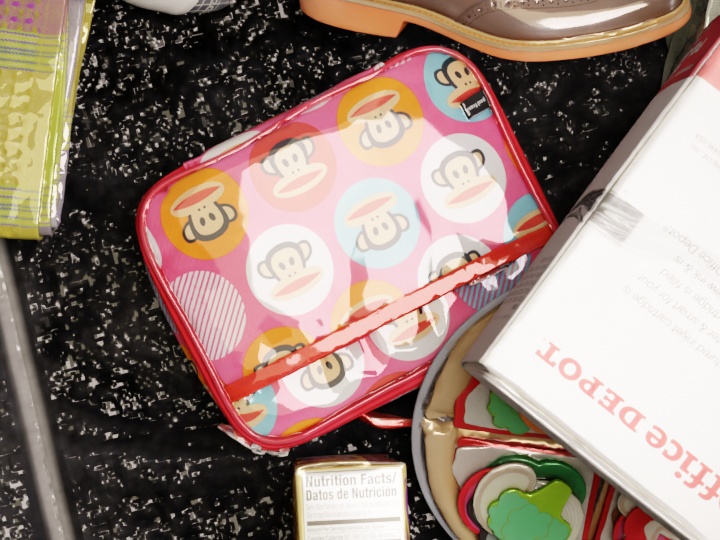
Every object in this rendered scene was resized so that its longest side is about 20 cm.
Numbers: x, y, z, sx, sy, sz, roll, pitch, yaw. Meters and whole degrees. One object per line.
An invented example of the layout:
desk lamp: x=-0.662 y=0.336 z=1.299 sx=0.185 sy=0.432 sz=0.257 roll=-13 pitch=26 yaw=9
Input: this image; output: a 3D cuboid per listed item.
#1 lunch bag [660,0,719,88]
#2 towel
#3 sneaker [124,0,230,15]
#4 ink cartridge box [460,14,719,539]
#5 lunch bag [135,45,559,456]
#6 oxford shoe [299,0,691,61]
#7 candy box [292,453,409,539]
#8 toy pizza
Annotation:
lunch bag: x=0.232 y=-0.075 z=0.862 sx=0.163 sy=0.118 sz=0.202 roll=12 pitch=91 yaw=-1
towel: x=-0.239 y=-0.094 z=0.869 sx=0.198 sy=0.023 sz=0.145 roll=5 pitch=87 yaw=0
sneaker: x=-0.110 y=-0.228 z=0.888 sx=0.080 sy=0.076 sz=0.202 roll=5 pitch=74 yaw=-34
ink cartridge box: x=0.159 y=0.007 z=0.756 sx=0.146 sy=0.083 sz=0.201 roll=38 pitch=85 yaw=-2
lunch bag: x=0.000 y=0.000 z=0.870 sx=0.199 sy=0.082 sz=0.177 roll=-27 pitch=92 yaw=-5
oxford shoe: x=0.064 y=-0.152 z=0.841 sx=0.198 sy=0.071 sz=0.073 roll=7 pitch=122 yaw=10
candy box: x=-0.003 y=0.192 z=0.834 sx=0.056 sy=0.117 sz=0.202 roll=-2 pitch=85 yaw=-3
toy pizza: x=0.124 y=0.088 z=0.839 sx=0.198 sy=0.032 sz=0.202 roll=1 pitch=119 yaw=2
